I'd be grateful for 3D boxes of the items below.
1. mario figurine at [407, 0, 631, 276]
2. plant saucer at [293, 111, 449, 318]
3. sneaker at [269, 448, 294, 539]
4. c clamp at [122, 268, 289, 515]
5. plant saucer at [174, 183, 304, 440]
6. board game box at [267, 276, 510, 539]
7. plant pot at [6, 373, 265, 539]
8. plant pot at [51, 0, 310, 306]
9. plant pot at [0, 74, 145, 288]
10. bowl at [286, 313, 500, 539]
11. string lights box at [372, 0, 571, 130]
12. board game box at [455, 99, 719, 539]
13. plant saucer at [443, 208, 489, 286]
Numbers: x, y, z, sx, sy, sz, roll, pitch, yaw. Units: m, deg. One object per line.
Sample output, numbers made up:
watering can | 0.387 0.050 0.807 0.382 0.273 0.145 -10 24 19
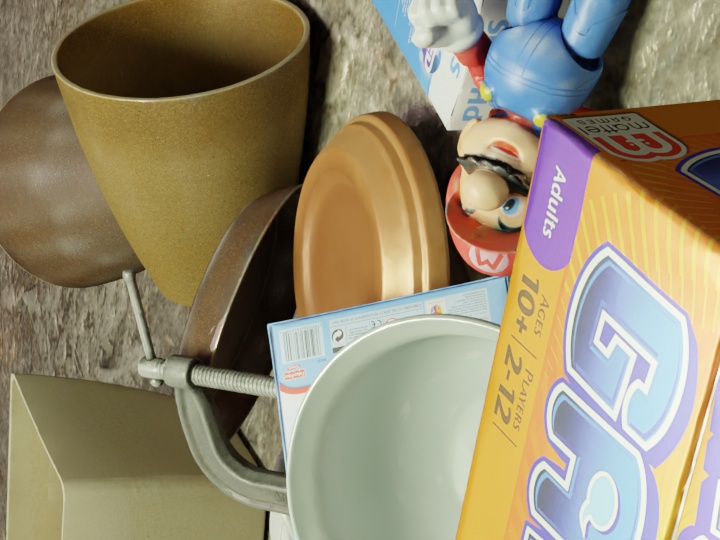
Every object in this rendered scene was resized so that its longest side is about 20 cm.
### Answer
mario figurine | 0.085 -0.083 0.987 0.123 0.106 0.200 -126 41 -51
plant saucer | 0.000 0.000 1.222 0.200 0.037 0.201 178 90 -67
sneaker | -0.027 0.213 1.359 0.099 0.078 0.201 158 112 -80
c clamp | -0.060 0.093 1.225 0.200 0.027 0.171 12 127 30
plant saucer | -0.083 0.029 1.352 0.200 0.034 0.201 20 -90 -81
board game box | 0.032 0.115 1.103 0.037 0.151 0.200 25 -124 -66
plant pot | -0.182 0.208 1.580 0.200 0.177 0.200 -132 44 -58
plant pot | -0.121 -0.081 1.432 0.186 0.186 0.200 -127 26 -54
plant pot | -0.187 -0.080 1.602 0.200 0.187 0.187 -2 90 53
bowl | 0.067 0.111 1.005 0.201 0.090 0.202 7 105 28
string lights box | 0.051 -0.180 1.118 0.200 0.059 0.103 -116 31 -45
board game box | 0.173 0.072 0.617 0.200 0.200 0.200 43 132 47
plant saucer | 0.036 0.059 1.224 0.200 0.029 0.201 178 90 -69
